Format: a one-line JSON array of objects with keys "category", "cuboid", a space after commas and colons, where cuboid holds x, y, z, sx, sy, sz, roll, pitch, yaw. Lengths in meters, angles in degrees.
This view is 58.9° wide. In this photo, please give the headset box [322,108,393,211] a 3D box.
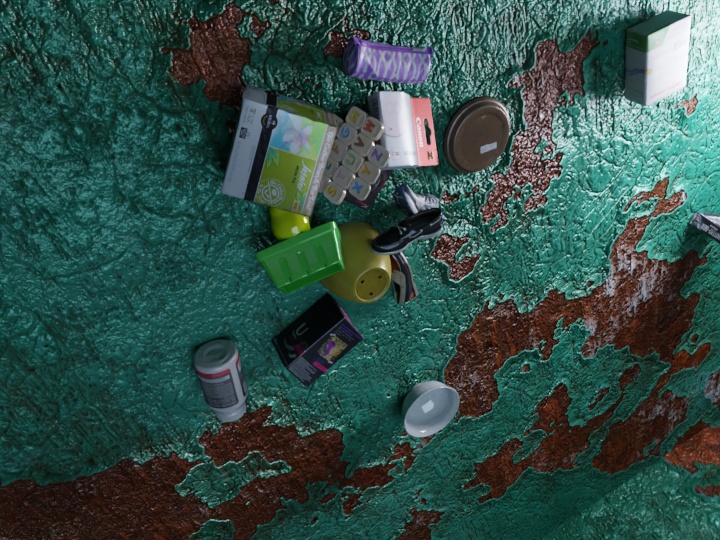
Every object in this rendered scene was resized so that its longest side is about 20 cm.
[{"category": "headset box", "cuboid": [0.002, -0.260, 1.467, 0.148, 0.077, 0.201, 23, 108, -37]}]

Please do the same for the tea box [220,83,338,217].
[{"category": "tea box", "cuboid": [-0.168, -0.246, 1.313, 0.194, 0.134, 0.202, 13, 114, -14]}]

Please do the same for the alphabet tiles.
[{"category": "alphabet tiles", "cuboid": [-0.032, -0.249, 1.383, 0.015, 0.195, 0.201, 9, 118, -57]}]

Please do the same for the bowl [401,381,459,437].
[{"category": "bowl", "cuboid": [0.205, 0.419, 2.007, 0.199, 0.090, 0.203, -14, 125, -21]}]

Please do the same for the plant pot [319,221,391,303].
[{"category": "plant pot", "cuboid": [0.000, 0.000, 1.590, 0.198, 0.142, 0.202, -14, 125, -21]}]

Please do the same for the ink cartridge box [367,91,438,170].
[{"category": "ink cartridge box", "cuboid": [0.110, -0.316, 1.435, 0.198, 0.057, 0.165, -11, 95, -35]}]

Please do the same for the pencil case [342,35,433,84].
[{"category": "pencil case", "cuboid": [0.061, -0.450, 1.369, 0.198, 0.085, 0.086, -6, 157, -27]}]

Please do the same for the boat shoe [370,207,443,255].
[{"category": "boat shoe", "cuboid": [0.112, -0.100, 1.545, 0.198, 0.076, 0.061, -26, 140, -21]}]

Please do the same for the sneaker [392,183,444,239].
[{"category": "sneaker", "cuboid": [0.152, -0.168, 1.622, 0.085, 0.077, 0.200, -49, 138, -5]}]

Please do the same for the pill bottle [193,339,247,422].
[{"category": "pill bottle", "cuboid": [-0.345, 0.282, 1.603, 0.110, 0.111, 0.202, -18, 127, -17]}]

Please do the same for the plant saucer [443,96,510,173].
[{"category": "plant saucer", "cuboid": [0.301, -0.337, 1.613, 0.198, 0.029, 0.202, -15, 126, -21]}]

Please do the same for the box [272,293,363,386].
[{"category": "box", "cuboid": [-0.112, 0.180, 1.657, 0.200, 0.122, 0.106, -40, 130, 0]}]

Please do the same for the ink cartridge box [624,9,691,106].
[{"category": "ink cartridge box", "cuboid": [0.788, -0.563, 1.697, 0.144, 0.088, 0.201, -27, 127, -10]}]

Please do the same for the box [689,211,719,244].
[{"category": "box", "cuboid": [1.246, -0.124, 2.157, 0.156, 0.200, 0.050, 2, 123, -29]}]

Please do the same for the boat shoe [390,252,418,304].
[{"category": "boat shoe", "cuboid": [0.102, 0.012, 1.705, 0.062, 0.071, 0.201, -28, 133, -6]}]

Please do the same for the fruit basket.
[{"category": "fruit basket", "cuboid": [-0.149, -0.073, 1.482, 0.215, 0.216, 0.156, -36, 167, -3]}]
